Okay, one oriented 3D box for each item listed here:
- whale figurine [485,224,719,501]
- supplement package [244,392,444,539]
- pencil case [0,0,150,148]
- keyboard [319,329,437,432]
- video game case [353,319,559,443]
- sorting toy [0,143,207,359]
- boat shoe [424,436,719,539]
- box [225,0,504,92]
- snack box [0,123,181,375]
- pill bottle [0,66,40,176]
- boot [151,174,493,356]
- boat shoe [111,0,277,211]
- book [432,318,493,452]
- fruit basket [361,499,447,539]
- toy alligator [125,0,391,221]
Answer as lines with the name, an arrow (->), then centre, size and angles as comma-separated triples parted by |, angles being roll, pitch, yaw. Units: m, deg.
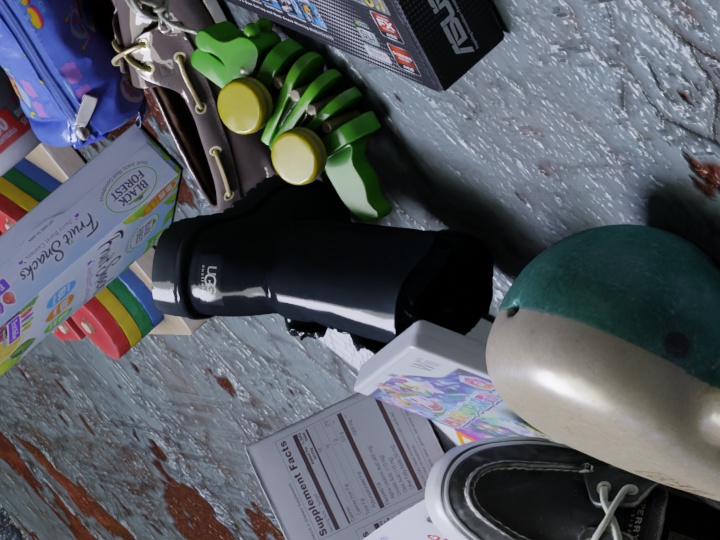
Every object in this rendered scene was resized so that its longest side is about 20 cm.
whale figurine -> 0.158, 0.049, 1.315 | 0.199, 0.104, 0.159 | 27, 169, -17
supplement package -> 0.019, 0.176, 1.766 | 0.200, 0.111, 0.156 | 71, 173, -72
pencil case -> -0.204, -0.160, 1.754 | 0.087, 0.078, 0.200 | -106, -9, -48
keyboard -> 0.003, 0.053, 1.834 | 0.200, 0.011, 0.056 | 37, 160, 34
video game case -> 0.104, 0.079, 1.457 | 0.199, 0.018, 0.143 | 21, 166, -7
sorting toy -> -0.230, -0.016, 2.172 | 0.200, 0.070, 0.199 | 52, 163, -12
boat shoe -> 0.133, 0.127, 1.435 | 0.199, 0.071, 0.064 | 14, 167, -12
box -> -0.034, -0.179, 1.333 | 0.200, 0.044, 0.160 | 28, 155, 50
snack box -> -0.215, -0.001, 1.932 | 0.053, 0.200, 0.142 | 47, 164, 6
pill bottle -> -0.307, -0.155, 1.967 | 0.200, 0.116, 0.116 | 51, 164, -12
boot -> 0.000, 0.000, 1.570 | 0.167, 0.200, 0.077 | 9, 102, 24
boat shoe -> -0.107, -0.122, 1.624 | 0.072, 0.059, 0.200 | 27, 154, 53
book -> 0.103, 0.109, 1.657 | 0.133, 0.048, 0.200 | 26, 150, 47
fruit basket -> 0.113, 0.182, 1.571 | 0.199, 0.094, 0.185 | 25, 150, -17
toy alligator -> -0.049, -0.108, 1.528 | 0.200, 0.059, 0.054 | 44, 123, 14
